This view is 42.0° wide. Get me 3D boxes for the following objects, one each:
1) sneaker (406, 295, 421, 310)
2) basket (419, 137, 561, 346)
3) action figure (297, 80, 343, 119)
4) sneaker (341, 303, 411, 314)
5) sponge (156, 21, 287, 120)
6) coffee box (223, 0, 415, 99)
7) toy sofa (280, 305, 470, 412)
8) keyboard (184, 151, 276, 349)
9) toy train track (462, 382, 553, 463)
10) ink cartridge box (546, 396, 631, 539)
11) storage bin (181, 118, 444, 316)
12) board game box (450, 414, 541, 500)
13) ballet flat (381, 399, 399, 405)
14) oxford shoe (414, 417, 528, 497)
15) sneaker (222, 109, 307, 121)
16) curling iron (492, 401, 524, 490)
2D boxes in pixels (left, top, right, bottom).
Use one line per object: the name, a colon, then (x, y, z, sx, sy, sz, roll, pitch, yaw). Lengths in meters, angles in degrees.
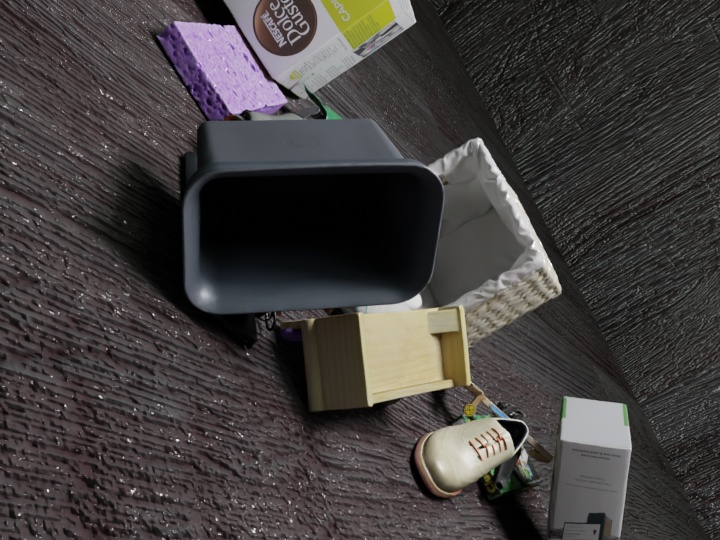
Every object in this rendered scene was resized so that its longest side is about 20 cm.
sneaker: (0.021, -0.038, 1.121, 0.201, 0.087, 0.075, 58, 15, -8)
basket: (0.135, -0.022, 1.229, 0.161, 0.197, 0.202, 34, 29, -57)
action figure: (-0.024, -0.164, 1.262, 0.119, 0.054, 0.200, 64, 11, 21)
sneaker: (0.000, 0.000, 0.986, 0.200, 0.080, 0.071, 42, 22, -30)
sponge: (-0.149, -0.222, 1.050, 0.112, 0.030, 0.200, 57, 17, -5)
coffee box: (-0.066, -0.365, 1.200, 0.201, 0.197, 0.200, 57, 8, 0)
toy sofa: (0.017, 0.081, 0.888, 0.199, 0.097, 0.084, 0, 83, -56)
keyboard: (-0.107, -0.025, 0.822, 0.104, 0.039, 0.201, 43, 24, -40)
toy train track: (0.149, 0.172, 1.136, 0.200, 0.033, 0.115, 41, -3, -6)
ink cartridge box: (0.270, 0.274, 1.126, 0.146, 0.083, 0.203, -44, 138, -71)
storage bin: (-0.049, -0.050, 0.765, 0.135, 0.197, 0.147, -111, -157, -54)
board game box: (0.177, 0.236, 1.203, 0.200, 0.023, 0.106, 20, 43, -64)
ballet flat: (0.045, 0.097, 1.026, 0.068, 0.046, 0.200, 59, 17, 4)
oxford shoe: (0.122, 0.191, 1.022, 0.071, 0.074, 0.199, 61, 26, 11)
sneaker: (-0.102, -0.139, 0.977, 0.079, 0.074, 0.200, 46, 18, -10)
curling iron: (0.180, 0.220, 1.166, 0.049, 0.026, 0.200, 35, 24, 0)
